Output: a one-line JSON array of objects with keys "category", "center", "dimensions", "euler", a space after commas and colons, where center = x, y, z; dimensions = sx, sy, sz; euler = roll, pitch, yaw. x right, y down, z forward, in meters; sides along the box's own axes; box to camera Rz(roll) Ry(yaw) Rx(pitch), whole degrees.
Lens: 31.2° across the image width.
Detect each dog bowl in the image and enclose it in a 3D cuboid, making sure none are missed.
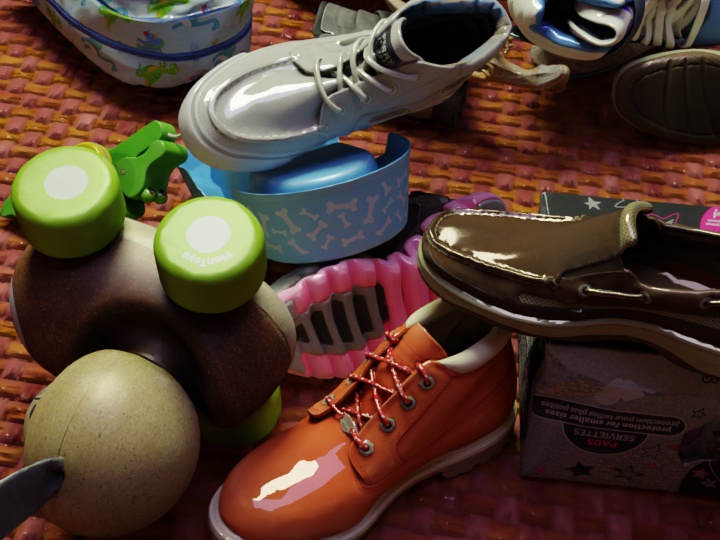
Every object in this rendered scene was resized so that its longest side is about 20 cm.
[{"category": "dog bowl", "center": [-0.042, -0.053, 0.813], "dimensions": [0.111, 0.050, 0.200], "euler": [-21, 21, -23]}]

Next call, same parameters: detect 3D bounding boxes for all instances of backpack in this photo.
[{"category": "backpack", "center": [-0.164, -0.220, 0.987], "dimensions": [0.163, 0.154, 0.200], "euler": [-13, 58, -29]}]

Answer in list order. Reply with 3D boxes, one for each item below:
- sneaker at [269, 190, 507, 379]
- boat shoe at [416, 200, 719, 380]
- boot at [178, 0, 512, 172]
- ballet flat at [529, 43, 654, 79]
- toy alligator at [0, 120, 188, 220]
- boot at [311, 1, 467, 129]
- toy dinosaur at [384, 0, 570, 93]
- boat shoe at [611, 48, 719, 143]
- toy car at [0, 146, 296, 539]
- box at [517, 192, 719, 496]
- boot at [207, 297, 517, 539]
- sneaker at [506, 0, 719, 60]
[{"category": "sneaker", "center": [0.000, 0.000, 0.808], "dimensions": [0.200, 0.079, 0.095], "euler": [-26, 35, -35]}, {"category": "boat shoe", "center": [0.128, -0.007, 0.649], "dimensions": [0.201, 0.075, 0.075], "euler": [13, 44, 11]}, {"category": "boot", "center": [-0.006, -0.119, 0.753], "dimensions": [0.199, 0.096, 0.074], "euler": [-24, 86, -32]}, {"category": "ballet flat", "center": [0.224, -0.214, 1.064], "dimensions": [0.199, 0.067, 0.068], "euler": [-21, 48, -27]}, {"category": "toy alligator", "center": [-0.147, -0.054, 0.810], "dimensions": [0.059, 0.199, 0.054], "euler": [6, 65, -62]}, {"category": "boot", "center": [0.029, -0.195, 1.017], "dimensions": [0.131, 0.070, 0.200], "euler": [12, 41, 4]}, {"category": "toy dinosaur", "center": [0.056, -0.169, 0.938], "dimensions": [0.200, 0.061, 0.106], "euler": [37, 19, 24]}, {"category": "boat shoe", "center": [0.280, -0.141, 1.000], "dimensions": [0.199, 0.072, 0.076], "euler": [2, 27, -15]}, {"category": "toy car", "center": [-0.138, 0.073, 0.650], "dimensions": [0.157, 0.165, 0.200], "euler": [19, 56, 15]}, {"category": "box", "center": [0.194, 0.047, 0.735], "dimensions": [0.199, 0.115, 0.132], "euler": [5, 43, 2]}, {"category": "boot", "center": [0.004, 0.077, 0.688], "dimensions": [0.200, 0.108, 0.075], "euler": [-27, 53, -29]}, {"category": "sneaker", "center": [0.202, -0.184, 0.943], "dimensions": [0.199, 0.081, 0.147], "euler": [14, 34, -3]}]
